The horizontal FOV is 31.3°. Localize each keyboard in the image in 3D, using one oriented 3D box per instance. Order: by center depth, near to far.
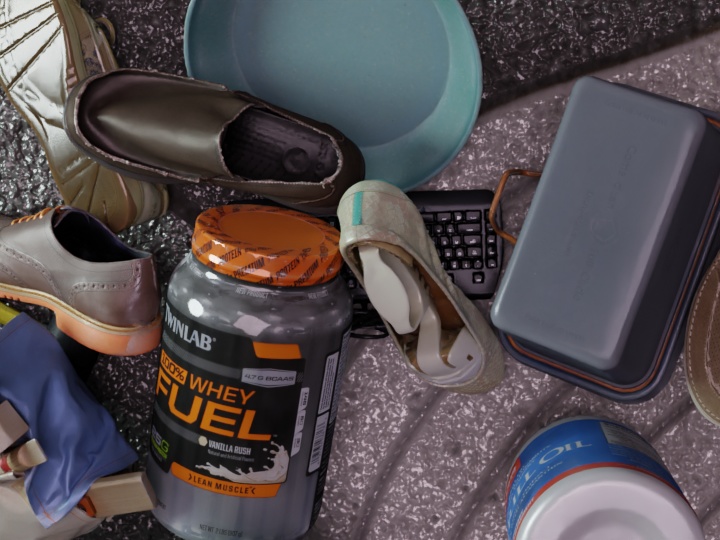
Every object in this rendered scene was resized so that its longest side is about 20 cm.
[{"bbox_3d":[0.000,0.000,0.882,0.197,0.040,0.106,-3,95,6],"label":"keyboard"}]

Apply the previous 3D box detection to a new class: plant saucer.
[{"bbox_3d":[-0.016,-0.137,0.835,0.197,0.036,0.202,9,129,11],"label":"plant saucer"}]

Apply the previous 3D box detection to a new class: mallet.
[{"bbox_3d":[-0.276,0.029,0.911,0.198,0.041,0.067,20,99,7],"label":"mallet"}]

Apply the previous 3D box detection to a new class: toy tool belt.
[{"bbox_3d":[-0.218,0.085,0.816,0.122,0.125,0.201,-27,105,42],"label":"toy tool belt"}]

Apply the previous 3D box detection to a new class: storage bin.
[{"bbox_3d":[0.147,-0.028,0.803,0.144,0.134,0.202,21,92,18],"label":"storage bin"}]

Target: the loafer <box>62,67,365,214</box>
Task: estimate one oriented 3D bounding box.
[{"bbox_3d":[-0.091,-0.090,0.814,0.197,0.071,0.074,11,83,-2],"label":"loafer"}]

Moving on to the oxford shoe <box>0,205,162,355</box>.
[{"bbox_3d":[-0.206,-0.016,0.856,0.198,0.071,0.074,23,118,25],"label":"oxford shoe"}]

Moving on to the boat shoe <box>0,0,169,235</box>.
[{"bbox_3d":[-0.193,-0.122,0.881,0.073,0.063,0.202,-20,92,32],"label":"boat shoe"}]

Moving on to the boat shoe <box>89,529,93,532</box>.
[{"bbox_3d":[-0.262,0.117,0.899,0.200,0.069,0.071,42,95,-1],"label":"boat shoe"}]

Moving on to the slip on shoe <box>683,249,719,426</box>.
[{"bbox_3d":[0.253,0.003,0.780,0.075,0.061,0.202,23,98,6],"label":"slip on shoe"}]

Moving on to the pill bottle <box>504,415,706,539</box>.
[{"bbox_3d":[0.146,0.154,0.805,0.111,0.200,0.114,0,95,4],"label":"pill bottle"}]

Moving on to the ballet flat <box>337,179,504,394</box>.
[{"bbox_3d":[0.035,0.030,0.826,0.067,0.063,0.201,-17,129,24],"label":"ballet flat"}]

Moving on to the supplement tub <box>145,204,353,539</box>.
[{"bbox_3d":[-0.071,0.067,0.835,0.121,0.123,0.203,10,109,3],"label":"supplement tub"}]
